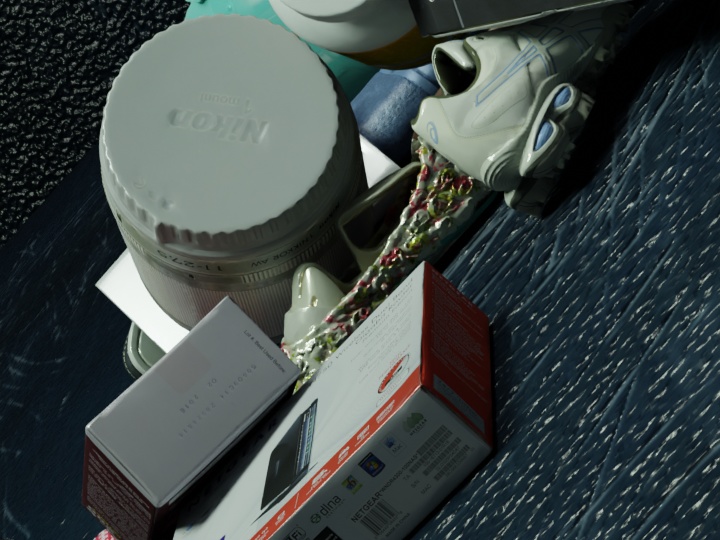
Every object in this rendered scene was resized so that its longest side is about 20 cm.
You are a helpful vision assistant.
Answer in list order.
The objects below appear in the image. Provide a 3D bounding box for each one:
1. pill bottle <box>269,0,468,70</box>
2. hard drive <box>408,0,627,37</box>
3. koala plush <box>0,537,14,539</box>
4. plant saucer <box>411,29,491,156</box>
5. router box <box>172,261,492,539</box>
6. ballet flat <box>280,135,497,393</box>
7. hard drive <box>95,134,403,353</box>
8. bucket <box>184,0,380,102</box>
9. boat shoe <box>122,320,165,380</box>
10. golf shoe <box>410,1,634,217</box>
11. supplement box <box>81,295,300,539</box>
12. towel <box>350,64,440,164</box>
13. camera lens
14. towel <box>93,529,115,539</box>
[{"bbox_3d":[0.004,-0.183,1.583,0.113,0.113,0.200,-47,-11,9],"label":"pill bottle"},{"bbox_3d":[0.139,-0.179,1.465,0.140,0.038,0.200,-30,14,-38],"label":"hard drive"},{"bbox_3d":[-0.224,0.186,1.454,0.177,0.200,0.184,-35,17,50],"label":"koala plush"},{"bbox_3d":[0.097,-0.129,1.703,0.200,0.034,0.200,-47,11,12],"label":"plant saucer"},{"bbox_3d":[-0.018,0.107,1.321,0.200,0.049,0.180,-46,12,15],"label":"router box"},{"bbox_3d":[0.000,0.000,1.567,0.200,0.064,0.076,-51,12,-6],"label":"ballet flat"},{"bbox_3d":[-0.074,-0.025,1.811,0.200,0.132,0.027,-49,-31,-1],"label":"hard drive"},{"bbox_3d":[-0.026,-0.225,2.080,0.135,0.207,0.207,-29,22,46],"label":"bucket"},{"bbox_3d":[-0.120,0.029,1.914,0.060,0.076,0.200,-39,4,41],"label":"boat shoe"},{"bbox_3d":[0.093,-0.121,1.495,0.200,0.097,0.078,-60,-6,-51],"label":"golf shoe"},{"bbox_3d":[-0.098,0.095,1.467,0.109,0.061,0.200,-43,-8,-17],"label":"supplement box"},{"bbox_3d":[-0.009,-0.071,1.873,0.200,0.049,0.112,-49,12,-2],"label":"towel"},{"bbox_3d":[-0.075,-0.053,1.643,0.160,0.160,0.200,-52,-16,-14],"label":"camera lens"},{"bbox_3d":[-0.168,0.199,1.655,0.200,0.022,0.145,-42,14,31],"label":"towel"}]
